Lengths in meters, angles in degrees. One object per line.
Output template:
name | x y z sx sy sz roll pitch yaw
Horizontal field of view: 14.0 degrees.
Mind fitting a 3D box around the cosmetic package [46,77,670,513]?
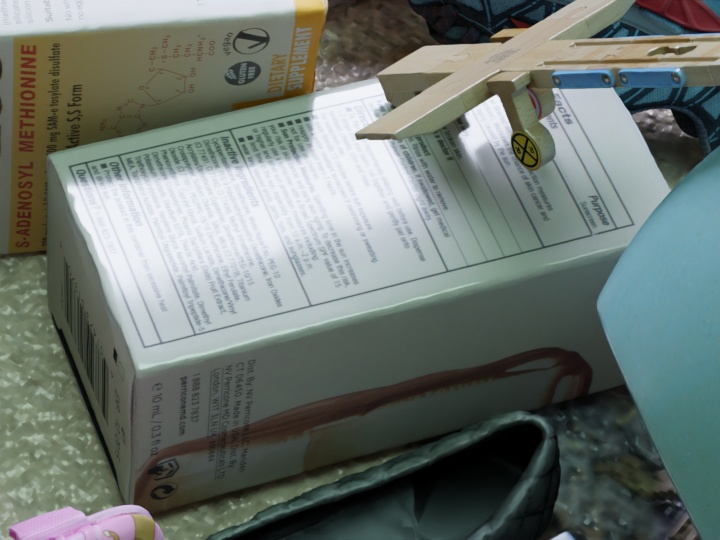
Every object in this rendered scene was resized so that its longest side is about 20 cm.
cosmetic package | 0.000 0.000 1.010 0.199 0.087 0.104 -13 53 -16

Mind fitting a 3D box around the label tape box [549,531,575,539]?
label tape box | 0.026 0.189 0.883 0.200 0.066 0.143 -27 60 -25

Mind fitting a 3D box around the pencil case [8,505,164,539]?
pencil case | -0.079 0.171 0.839 0.086 0.083 0.201 12 62 -53

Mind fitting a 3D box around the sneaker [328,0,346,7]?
sneaker | 0.008 -0.153 1.129 0.199 0.080 0.071 -8 50 -13

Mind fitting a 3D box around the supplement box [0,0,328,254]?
supplement box | -0.119 -0.068 1.023 0.199 0.126 0.074 -6 55 -11

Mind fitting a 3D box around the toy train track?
toy train track | 0.076 -0.055 0.926 0.115 0.033 0.200 -32 19 -29

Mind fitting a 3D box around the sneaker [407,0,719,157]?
sneaker | 0.065 -0.087 1.076 0.199 0.096 0.079 12 19 -9

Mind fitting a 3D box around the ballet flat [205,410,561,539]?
ballet flat | -0.021 0.097 0.952 0.200 0.057 0.066 -27 60 -25

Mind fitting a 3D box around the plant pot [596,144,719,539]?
plant pot | 0.169 0.030 0.886 0.161 0.201 0.201 -27 57 7
